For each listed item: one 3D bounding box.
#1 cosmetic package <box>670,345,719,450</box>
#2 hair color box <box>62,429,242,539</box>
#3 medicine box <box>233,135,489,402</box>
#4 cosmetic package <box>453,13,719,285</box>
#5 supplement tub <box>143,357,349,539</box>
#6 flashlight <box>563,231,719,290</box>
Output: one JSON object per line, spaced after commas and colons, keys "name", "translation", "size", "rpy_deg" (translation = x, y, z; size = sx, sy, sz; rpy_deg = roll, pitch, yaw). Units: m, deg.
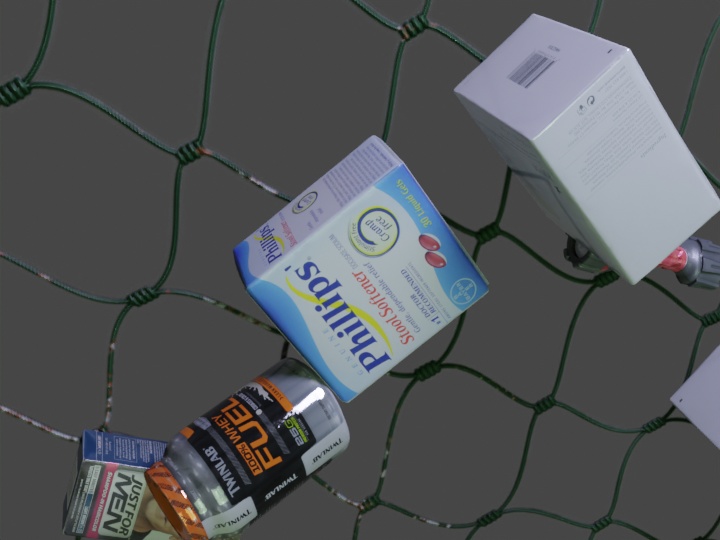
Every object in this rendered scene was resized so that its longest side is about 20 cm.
{"name": "cosmetic package", "translation": [0.534, 0.217, 1.160], "size": [0.199, 0.200, 0.123], "rpy_deg": [38, 99, -27]}
{"name": "hair color box", "translation": [-0.224, 0.250, 1.041], "size": [0.197, 0.061, 0.101], "rpy_deg": [13, 109, -21]}
{"name": "medicine box", "translation": [0.000, 0.000, 0.973], "size": [0.199, 0.103, 0.183], "rpy_deg": [-38, 118, 2]}
{"name": "cosmetic package", "translation": [0.221, -0.124, 0.927], "size": [0.123, 0.200, 0.200], "rpy_deg": [-42, 117, 5]}
{"name": "supplement tub", "translation": [-0.119, 0.193, 0.976], "size": [0.199, 0.122, 0.124], "rpy_deg": [-35, 121, -25]}
{"name": "flashlight", "translation": [0.336, -0.017, 1.083], "size": [0.197, 0.068, 0.069], "rpy_deg": [13, 108, -20]}
